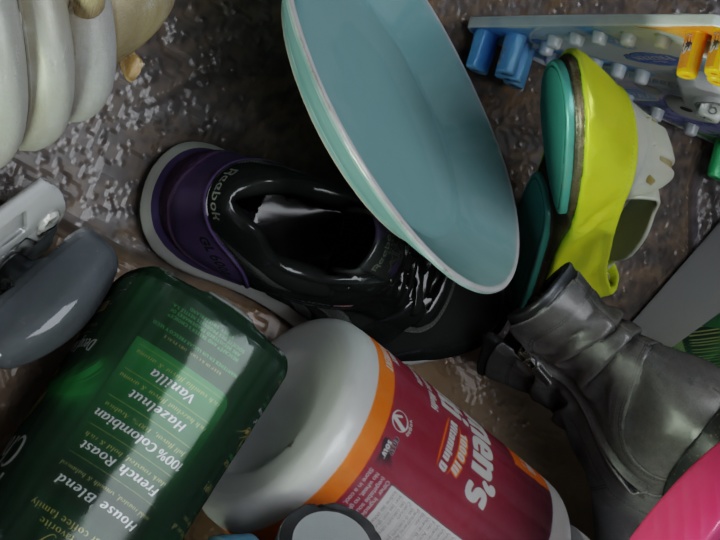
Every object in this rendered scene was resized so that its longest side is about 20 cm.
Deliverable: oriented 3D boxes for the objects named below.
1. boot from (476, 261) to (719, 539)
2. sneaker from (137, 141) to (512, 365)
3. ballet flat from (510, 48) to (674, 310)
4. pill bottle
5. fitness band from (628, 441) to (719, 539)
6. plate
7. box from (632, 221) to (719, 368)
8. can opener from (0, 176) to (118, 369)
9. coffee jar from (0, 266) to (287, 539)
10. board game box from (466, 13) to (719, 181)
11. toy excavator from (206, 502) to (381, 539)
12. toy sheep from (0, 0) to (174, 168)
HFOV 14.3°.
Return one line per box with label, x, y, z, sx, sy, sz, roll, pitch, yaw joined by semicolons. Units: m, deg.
boot;0.113;0.077;1.378;0.131;0.200;0.070;35;53;8
sneaker;0.000;0.000;1.311;0.199;0.087;0.076;18;84;-33
ballet flat;0.110;-0.042;1.330;0.067;0.200;0.067;-5;60;-8
pill bottle;0.027;0.119;1.325;0.200;0.109;0.110;39;73;-28
fitness band;0.157;0.150;1.310;0.143;0.037;0.201;-18;139;-44
plate;0.011;-0.077;1.289;0.200;0.025;0.201;51;23;-32
box;0.222;0.000;1.419;0.200;0.144;0.036;-48;116;-21
can opener;-0.187;0.035;1.199;0.200;0.067;0.053;-41;158;-27
coffee jar;-0.118;0.101;1.233;0.085;0.104;0.200;34;74;-10
board game box;0.177;-0.073;1.351;0.199;0.200;0.026;22;82;-32
toy excavator;-0.081;0.204;1.188;0.199;0.100;0.195;-3;55;-18
toy sheep;-0.170;-0.102;1.172;0.199;0.138;0.139;-10;99;-19
